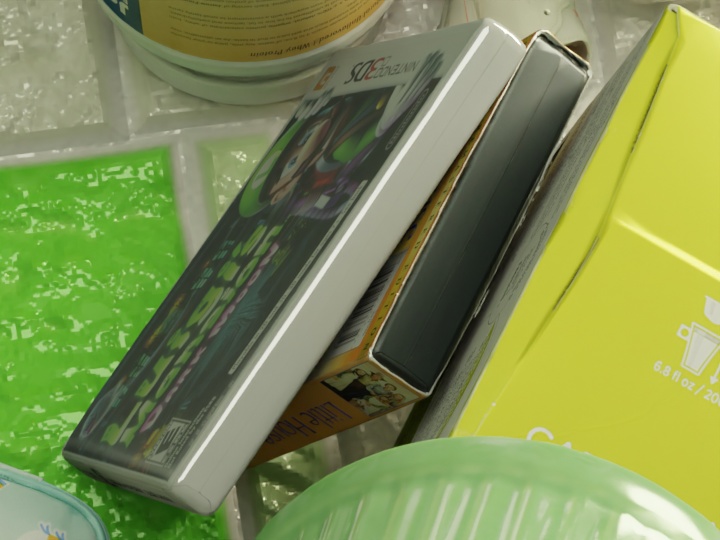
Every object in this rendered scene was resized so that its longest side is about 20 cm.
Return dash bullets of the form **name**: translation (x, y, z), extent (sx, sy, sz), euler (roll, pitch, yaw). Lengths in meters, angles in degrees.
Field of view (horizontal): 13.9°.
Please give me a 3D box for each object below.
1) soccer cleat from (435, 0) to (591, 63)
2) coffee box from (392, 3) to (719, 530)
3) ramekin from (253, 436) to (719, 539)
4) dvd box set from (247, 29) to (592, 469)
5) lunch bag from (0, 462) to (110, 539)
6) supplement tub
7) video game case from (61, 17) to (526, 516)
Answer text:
- **soccer cleat**: translation (0.065, -0.112, 1.218), extent (0.077, 0.069, 0.201), euler (1, 66, 31)
- **coffee box**: translation (0.125, 0.067, 1.045), extent (0.199, 0.198, 0.200), euler (30, 66, -1)
- **ramekin**: translation (0.037, 0.161, 0.903), extent (0.199, 0.201, 0.098), euler (17, 27, 7)
- **dvd box set**: translation (0.000, 0.000, 1.098), extent (0.029, 0.200, 0.147), euler (35, 64, -15)
- **lunch bag**: translation (-0.191, 0.140, 1.084), extent (0.199, 0.077, 0.161), euler (18, 64, 7)
- **supplement tub**: translation (-0.047, -0.166, 1.170), extent (0.144, 0.200, 0.145), euler (0, 64, 0)
- **video game case**: translation (-0.030, -0.003, 1.089), extent (0.023, 0.182, 0.200), euler (36, 80, -14)
